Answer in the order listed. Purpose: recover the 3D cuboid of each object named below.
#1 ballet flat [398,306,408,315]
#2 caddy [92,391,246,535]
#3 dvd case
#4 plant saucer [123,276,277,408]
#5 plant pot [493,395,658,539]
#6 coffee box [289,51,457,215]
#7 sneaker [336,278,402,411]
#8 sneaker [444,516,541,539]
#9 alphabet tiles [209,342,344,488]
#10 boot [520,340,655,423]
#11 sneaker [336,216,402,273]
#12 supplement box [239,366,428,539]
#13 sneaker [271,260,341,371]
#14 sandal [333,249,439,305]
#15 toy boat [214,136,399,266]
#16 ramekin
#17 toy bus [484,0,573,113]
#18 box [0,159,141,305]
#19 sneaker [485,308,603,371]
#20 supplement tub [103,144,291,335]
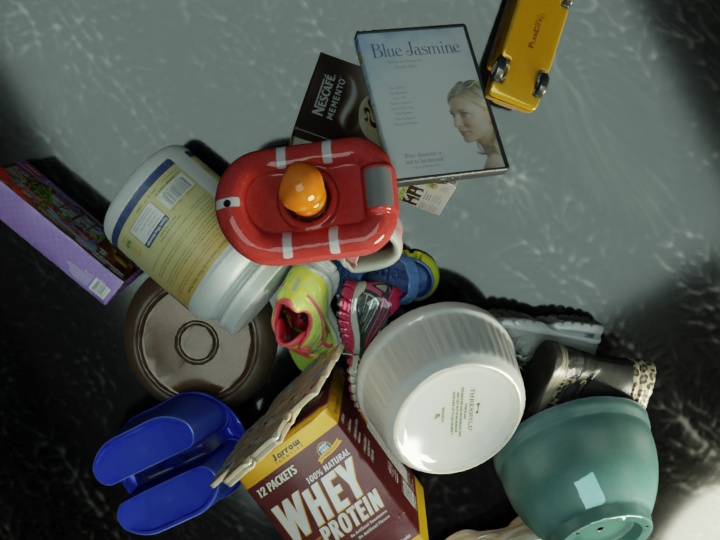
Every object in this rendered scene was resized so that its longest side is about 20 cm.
[{"bbox_3d":[0.093,0.117,1.361,0.199,0.068,0.068,33,104,-3],"label":"ballet flat"},{"bbox_3d":[-0.232,0.237,1.356,0.198,0.105,0.143,-26,93,22],"label":"caddy"},{"bbox_3d":[0.081,-0.194,1.259,0.140,0.018,0.203,-8,68,-15],"label":"dvd case"},{"bbox_3d":[-0.203,0.087,1.371,0.197,0.035,0.204,0,98,-1],"label":"plant saucer"},{"bbox_3d":[0.269,0.263,1.297,0.197,0.136,0.202,-8,141,-6],"label":"plant pot"},{"bbox_3d":[0.024,-0.161,1.286,0.197,0.080,0.115,19,65,-3],"label":"coffee box"},{"bbox_3d":[0.021,0.100,1.309,0.073,0.081,0.202,1,132,13],"label":"sneaker"},{"bbox_3d":[0.169,0.368,1.382,0.198,0.100,0.076,-25,100,5],"label":"sneaker"},{"bbox_3d":[-0.092,0.167,1.237,0.015,0.200,0.196,43,116,-5],"label":"alphabet tiles"},{"bbox_3d":[0.263,0.169,1.346,0.148,0.074,0.202,6,130,-16],"label":"boot"},{"bbox_3d":[-0.036,-0.061,1.254,0.198,0.105,0.076,20,114,-18],"label":"sneaker"},{"bbox_3d":[-0.029,0.254,1.314,0.132,0.197,0.201,-36,97,6],"label":"supplement box"},{"bbox_3d":[-0.074,0.067,1.302,0.077,0.091,0.202,21,142,19],"label":"sneaker"},{"bbox_3d":[0.000,0.000,1.331,0.196,0.087,0.081,5,101,1],"label":"sandal"},{"bbox_3d":[-0.060,-0.080,1.163,0.196,0.131,0.133,-8,79,6],"label":"toy boat"},{"bbox_3d":[0.099,0.145,1.264,0.199,0.095,0.205,-8,123,-12],"label":"ramekin"},{"bbox_3d":[0.198,-0.287,1.272,0.064,0.078,0.203,18,89,-10],"label":"toy bus"},{"bbox_3d":[-0.353,-0.049,1.297,0.199,0.137,0.039,40,98,-6],"label":"box"},{"bbox_3d":[0.202,0.095,1.350,0.196,0.075,0.083,5,97,-1],"label":"sneaker"},{"bbox_3d":[-0.186,-0.034,1.282,0.199,0.144,0.145,40,97,4],"label":"supplement tub"}]
